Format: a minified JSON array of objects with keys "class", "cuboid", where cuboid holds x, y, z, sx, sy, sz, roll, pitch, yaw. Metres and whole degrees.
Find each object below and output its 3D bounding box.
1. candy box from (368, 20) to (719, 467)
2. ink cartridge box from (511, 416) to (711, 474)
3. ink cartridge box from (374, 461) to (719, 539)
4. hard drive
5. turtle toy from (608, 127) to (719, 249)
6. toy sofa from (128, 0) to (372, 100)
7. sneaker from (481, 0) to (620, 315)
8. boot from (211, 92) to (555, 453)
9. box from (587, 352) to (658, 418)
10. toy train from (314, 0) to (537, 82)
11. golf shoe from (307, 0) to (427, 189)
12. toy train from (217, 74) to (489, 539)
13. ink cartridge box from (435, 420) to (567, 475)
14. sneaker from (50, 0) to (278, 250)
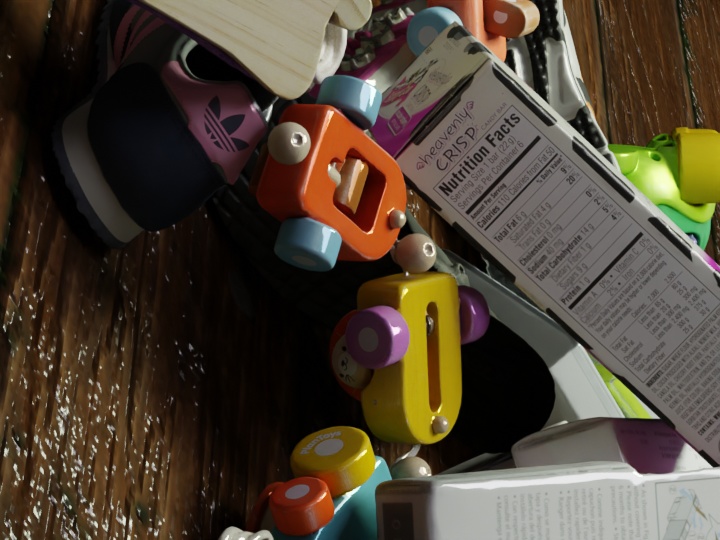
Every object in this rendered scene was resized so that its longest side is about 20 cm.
[{"class":"candy box","cuboid":[0.095,-0.006,1.193,0.200,0.061,0.136,43,5,-9]},{"class":"ink cartridge box","cuboid":[0.129,0.159,1.218,0.163,0.057,0.200,12,65,-71]},{"class":"ink cartridge box","cuboid":[0.095,0.170,1.102,0.174,0.044,0.200,-2,88,-30]},{"class":"hard drive","cuboid":[0.105,0.087,1.445,0.132,0.027,0.200,35,-18,55]},{"class":"turtle toy","cuboid":[0.124,-0.022,1.570,0.200,0.146,0.101,-59,149,-84]},{"class":"toy sofa","cuboid":[-0.087,-0.145,1.054,0.200,0.098,0.083,26,1,-29]},{"class":"sneaker","cuboid":[0.086,-0.069,1.446,0.080,0.074,0.200,0,81,-84]},{"class":"boot","cuboid":[0.000,0.000,1.296,0.200,0.068,0.131,48,-2,-8]},{"class":"box","cuboid":[0.146,0.090,1.488,0.122,0.048,0.200,51,-11,-4]},{"class":"toy train","cuboid":[0.033,-0.138,1.270,0.200,0.056,0.150,-14,104,-68]},{"class":"golf shoe","cuboid":[0.012,-0.076,1.407,0.200,0.075,0.092,-54,123,-70]},{"class":"toy train","cuboid":[-0.020,0.038,1.090,0.150,0.056,0.200,32,68,-52]},{"class":"ink cartridge box","cuboid":[0.063,0.156,1.226,0.147,0.083,0.200,66,16,0]},{"class":"sneaker","cuboid":[-0.058,-0.075,1.158,0.070,0.082,0.200,57,18,-22]}]
